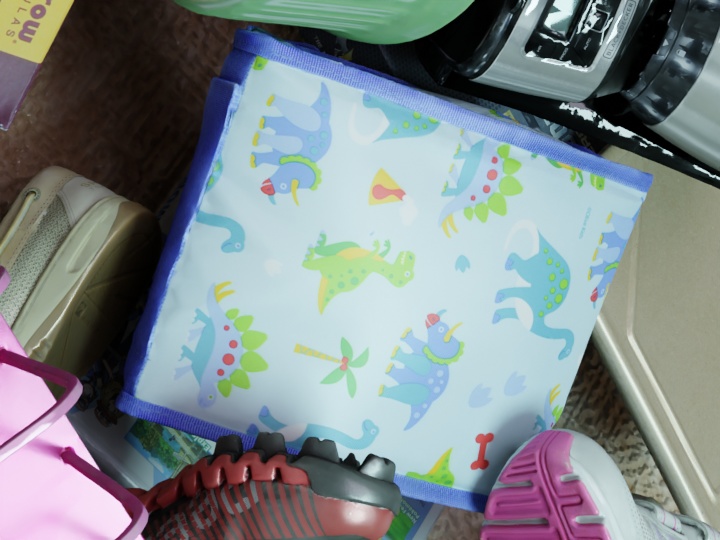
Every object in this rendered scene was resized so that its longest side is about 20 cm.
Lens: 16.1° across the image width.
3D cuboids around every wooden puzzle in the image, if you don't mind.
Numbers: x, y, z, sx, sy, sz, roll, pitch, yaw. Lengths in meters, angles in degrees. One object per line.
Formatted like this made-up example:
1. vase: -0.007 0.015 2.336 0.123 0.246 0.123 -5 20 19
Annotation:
1. wooden puzzle: 0.166 0.012 1.258 0.200 0.037 0.186 -44 111 -46

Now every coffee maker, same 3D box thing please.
1. coffee maker: 0.130 -0.106 1.159 0.199 0.192 0.136 21 80 -14

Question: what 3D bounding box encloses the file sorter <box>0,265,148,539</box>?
1. file sorter: -0.138 0.109 0.889 0.139 0.125 0.201 -36 108 -16

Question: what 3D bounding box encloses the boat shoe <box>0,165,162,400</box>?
1. boat shoe: -0.163 0.045 1.065 0.201 0.065 0.072 -56 158 -14

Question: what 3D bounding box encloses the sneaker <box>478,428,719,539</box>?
1. sneaker: 0.120 0.137 1.126 0.088 0.081 0.201 -50 132 -31

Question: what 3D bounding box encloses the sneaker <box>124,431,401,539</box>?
1. sneaker: -0.065 0.124 1.029 0.071 0.200 0.099 27 56 -47

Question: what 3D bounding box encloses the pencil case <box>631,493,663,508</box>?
1. pencil case: 0.082 0.192 1.196 0.200 0.078 0.090 -36 130 -34

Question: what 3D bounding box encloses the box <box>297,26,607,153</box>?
1. box: 0.074 -0.071 1.251 0.157 0.051 0.201 -35 100 -42

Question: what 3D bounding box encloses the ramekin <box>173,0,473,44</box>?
1. ramekin: -0.024 -0.193 1.034 0.097 0.199 0.202 -4 83 -38

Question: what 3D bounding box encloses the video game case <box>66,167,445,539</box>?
1. video game case: -0.036 0.058 1.176 0.200 0.022 0.183 46 58 -20

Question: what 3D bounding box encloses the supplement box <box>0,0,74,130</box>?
1. supplement box: -0.211 -0.158 1.012 0.199 0.103 0.131 17 114 -31

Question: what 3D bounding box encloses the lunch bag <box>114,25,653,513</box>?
1. lunch bag: 0.000 0.000 1.096 0.199 0.127 0.171 15 96 -39
